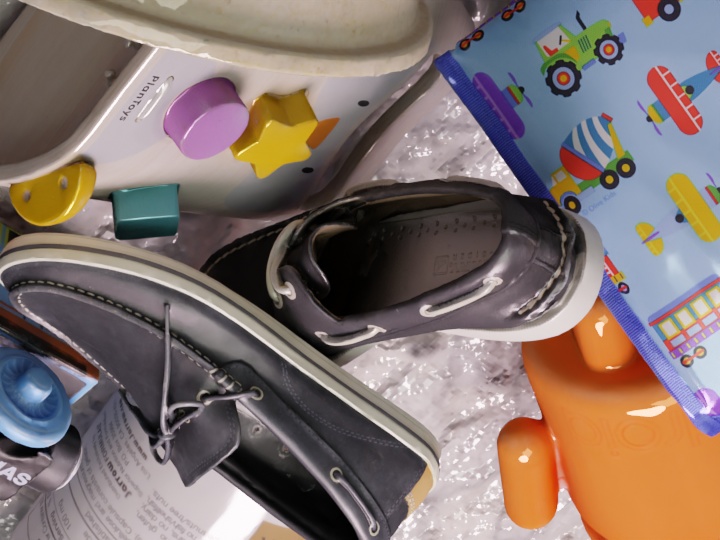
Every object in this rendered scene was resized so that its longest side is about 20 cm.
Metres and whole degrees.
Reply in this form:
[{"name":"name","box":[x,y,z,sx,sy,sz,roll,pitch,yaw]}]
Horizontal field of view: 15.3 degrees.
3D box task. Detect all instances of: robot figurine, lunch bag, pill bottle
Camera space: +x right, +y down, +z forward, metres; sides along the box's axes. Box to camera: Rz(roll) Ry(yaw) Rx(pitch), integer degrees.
[{"name":"robot figurine","box":[0.138,0.063,1.193,0.144,0.116,0.200,-46,134,-28]},{"name":"lunch bag","box":[0.152,-0.043,1.061,0.150,0.200,0.094,-35,170,14]},{"name":"pill bottle","box":[-0.093,0.128,1.190,0.114,0.115,0.200,24,118,-27]}]

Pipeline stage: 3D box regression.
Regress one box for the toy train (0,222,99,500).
[{"name":"toy train","box":[-0.195,0.019,1.086,0.200,0.114,0.087,31,126,-29]}]

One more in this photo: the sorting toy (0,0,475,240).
[{"name":"sorting toy","box":[-0.045,-0.078,1.076,0.180,0.107,0.200,16,124,-45]}]

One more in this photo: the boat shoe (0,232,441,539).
[{"name":"boat shoe","box":[-0.060,0.051,1.066,0.200,0.062,0.075,33,153,-13]}]

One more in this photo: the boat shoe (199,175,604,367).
[{"name":"boat shoe","box":[0.000,0.000,1.065,0.200,0.074,0.060,-1,162,40]}]

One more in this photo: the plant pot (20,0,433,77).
[{"name":"plant pot","box":[-0.044,-0.185,0.828,0.200,0.201,0.184,12,112,-20]}]
